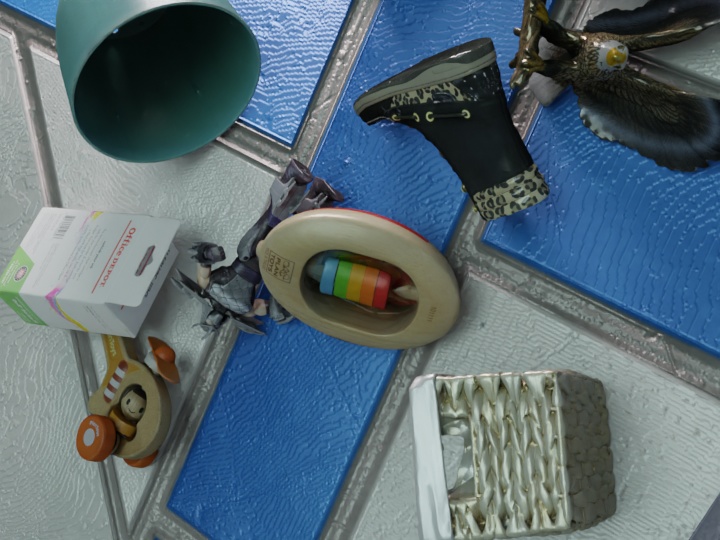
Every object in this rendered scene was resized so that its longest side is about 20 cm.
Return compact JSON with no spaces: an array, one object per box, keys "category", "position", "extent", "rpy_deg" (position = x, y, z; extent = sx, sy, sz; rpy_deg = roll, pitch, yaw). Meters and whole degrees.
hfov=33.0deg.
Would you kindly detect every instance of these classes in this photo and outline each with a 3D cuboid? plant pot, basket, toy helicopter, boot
[{"category":"plant pot","position":[-0.222,-0.240,1.250],"extent":[0.200,0.200,0.162],"rpy_deg":[-42,54,17]},{"category":"basket","position":[0.131,0.152,1.000],"extent":[0.122,0.199,0.138],"rpy_deg":[-8,80,23]},{"category":"toy helicopter","position":[-0.244,0.100,1.285],"extent":[0.132,0.078,0.202],"rpy_deg":[-39,55,26]},{"category":"boot","position":[0.080,-0.117,1.122],"extent":[0.203,0.073,0.155],"rpy_deg":[-11,109,59]}]

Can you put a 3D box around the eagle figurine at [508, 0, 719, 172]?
[{"category":"eagle figurine","position":[0.230,-0.180,1.045],"extent":[0.197,0.152,0.153],"rpy_deg":[10,133,0]}]

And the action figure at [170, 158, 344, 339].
[{"category":"action figure","position":[-0.102,-0.013,1.197],"extent":[0.201,0.129,0.069],"rpy_deg":[-53,36,8]}]

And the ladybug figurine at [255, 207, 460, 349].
[{"category":"ladybug figurine","position":[0.000,0.000,1.133],"extent":[0.197,0.072,0.137],"rpy_deg":[19,126,3]}]

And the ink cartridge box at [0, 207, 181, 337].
[{"category":"ink cartridge box","position":[-0.274,0.002,1.289],"extent":[0.197,0.068,0.118],"rpy_deg":[6,56,30]}]

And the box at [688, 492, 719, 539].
[{"category":"box","position":[0.333,0.212,0.926],"extent":[0.132,0.114,0.202],"rpy_deg":[36,101,28]}]
